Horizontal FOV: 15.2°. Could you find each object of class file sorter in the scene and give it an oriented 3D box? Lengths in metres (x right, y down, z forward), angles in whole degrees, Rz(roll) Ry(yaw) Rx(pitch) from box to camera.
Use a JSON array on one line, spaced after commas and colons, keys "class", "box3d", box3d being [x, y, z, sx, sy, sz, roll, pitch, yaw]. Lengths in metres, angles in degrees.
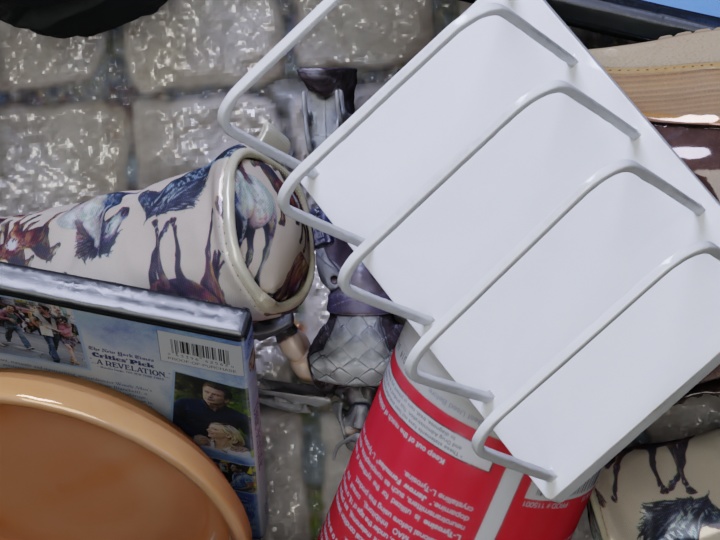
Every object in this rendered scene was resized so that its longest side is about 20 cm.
[{"class": "file sorter", "box3d": [0.057, -0.026, 1.147, 0.139, 0.125, 0.200, -43, 67, 11]}]

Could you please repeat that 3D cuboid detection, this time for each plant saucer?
[{"class": "plant saucer", "box3d": [-0.147, 0.110, 1.313, 0.200, 0.200, 0.037, 9, 50, 8]}]

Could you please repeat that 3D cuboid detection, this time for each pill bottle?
[{"class": "pill bottle", "box3d": [0.043, 0.118, 1.287, 0.112, 0.112, 0.200, 25, 113, 8]}]

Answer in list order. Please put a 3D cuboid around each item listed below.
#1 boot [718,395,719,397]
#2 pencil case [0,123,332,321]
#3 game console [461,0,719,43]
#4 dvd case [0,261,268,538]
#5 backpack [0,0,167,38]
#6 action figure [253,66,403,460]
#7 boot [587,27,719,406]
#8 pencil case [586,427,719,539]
[{"class": "boot", "box3d": [0.224, 0.009, 1.306, 0.200, 0.138, 0.078, -7, 110, -29]}, {"class": "pencil case", "box3d": [-0.113, -0.005, 1.303, 0.200, 0.078, 0.090, -13, 49, 35]}, {"class": "game console", "box3d": [0.143, -0.193, 1.300, 0.200, 0.176, 0.117, 14, 119, 8]}, {"class": "dvd case", "box3d": [-0.117, 0.064, 1.296, 0.143, 0.200, 0.018, 11, 58, 8]}, {"class": "backpack", "box3d": [-0.168, -0.226, 1.322, 0.126, 0.167, 0.200, -17, 74, -2]}, {"class": "action figure", "box3d": [0.000, 0.000, 1.337, 0.130, 0.069, 0.200, 1, 93, -1]}, {"class": "boot", "box3d": [0.097, -0.016, 1.226, 0.200, 0.072, 0.167, -12, 68, 25]}, {"class": "pencil case", "box3d": [0.210, 0.114, 1.298, 0.200, 0.078, 0.090, -11, 71, 7]}]
